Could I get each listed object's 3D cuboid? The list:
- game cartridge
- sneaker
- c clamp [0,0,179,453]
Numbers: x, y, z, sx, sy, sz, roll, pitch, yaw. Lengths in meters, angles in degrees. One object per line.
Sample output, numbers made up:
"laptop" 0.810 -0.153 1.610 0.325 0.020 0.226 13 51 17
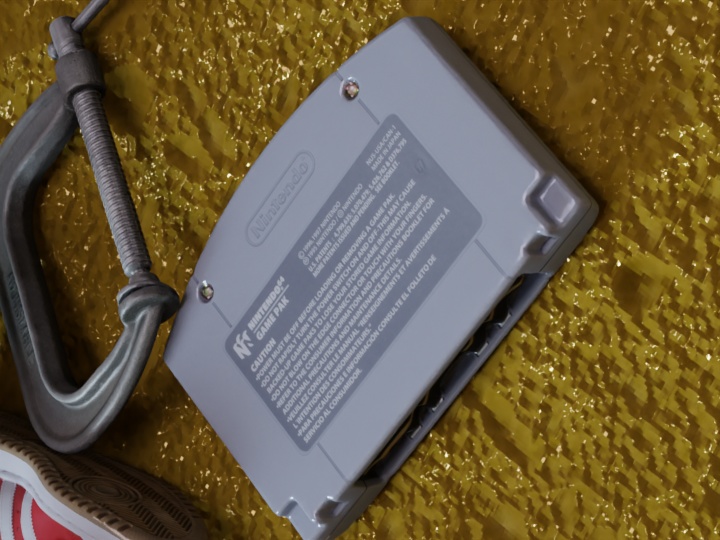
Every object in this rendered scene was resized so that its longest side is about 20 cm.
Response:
"game cartridge" 0.000 0.000 0.927 0.134 0.040 0.200 49 118 23
"sneaker" -0.150 0.139 1.021 0.199 0.071 0.114 20 98 44
"c clamp" -0.127 -0.026 1.010 0.171 0.027 0.202 -39 56 39
